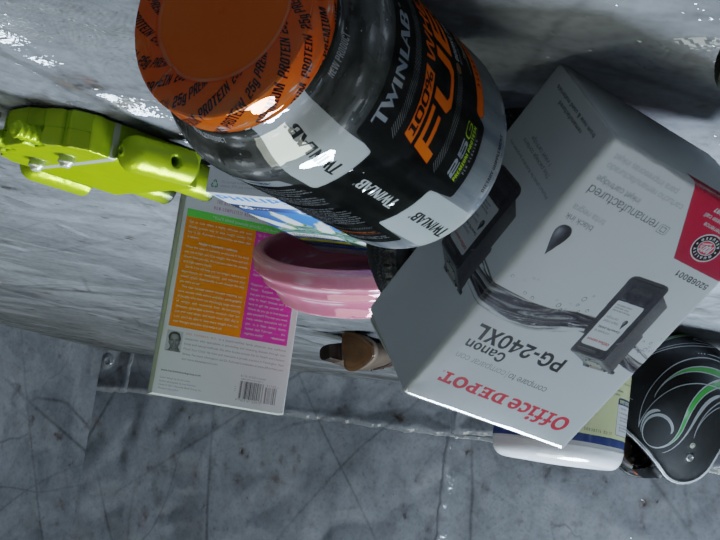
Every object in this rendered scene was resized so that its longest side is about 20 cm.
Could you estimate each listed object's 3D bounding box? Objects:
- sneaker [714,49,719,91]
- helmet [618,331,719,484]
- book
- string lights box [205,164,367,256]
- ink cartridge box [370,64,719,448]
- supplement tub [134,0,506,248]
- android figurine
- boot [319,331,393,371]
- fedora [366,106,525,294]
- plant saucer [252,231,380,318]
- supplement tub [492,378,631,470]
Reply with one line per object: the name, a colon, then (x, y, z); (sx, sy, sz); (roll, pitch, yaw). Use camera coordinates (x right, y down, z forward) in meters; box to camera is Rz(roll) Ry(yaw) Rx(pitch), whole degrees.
sneaker: (0.259, -0.084, 0.594); (0.198, 0.081, 0.086); (21, 179, -20)
helmet: (0.414, 0.178, 1.626); (0.200, 0.190, 0.200); (45, 167, 14)
book: (-0.124, 0.029, 1.195); (0.132, 0.203, 0.048); (11, 170, -16)
string lights box: (-0.029, -0.062, 0.994); (0.101, 0.060, 0.200); (6, 171, 26)
ink cartridge box: (0.122, 0.001, 0.748); (0.144, 0.201, 0.084); (22, -152, -32)
supplement tub: (-0.014, -0.090, 0.609); (0.121, 0.125, 0.199); (4, 170, 29)
android figurine: (-0.222, -0.095, 1.046); (0.180, 0.042, 0.199); (1, 170, 42)
boot: (0.023, 0.154, 2.278); (0.144, 0.071, 0.199); (7, 174, -33)
fedora: (0.103, -0.036, 0.855); (0.197, 0.203, 0.092); (9, -153, 0)
plant saucer: (0.000, 0.000, 1.131); (0.197, 0.052, 0.201); (-1, -165, 0)
supplement tub: (0.225, 0.109, 1.344); (0.143, 0.203, 0.145); (8, 171, 1)
